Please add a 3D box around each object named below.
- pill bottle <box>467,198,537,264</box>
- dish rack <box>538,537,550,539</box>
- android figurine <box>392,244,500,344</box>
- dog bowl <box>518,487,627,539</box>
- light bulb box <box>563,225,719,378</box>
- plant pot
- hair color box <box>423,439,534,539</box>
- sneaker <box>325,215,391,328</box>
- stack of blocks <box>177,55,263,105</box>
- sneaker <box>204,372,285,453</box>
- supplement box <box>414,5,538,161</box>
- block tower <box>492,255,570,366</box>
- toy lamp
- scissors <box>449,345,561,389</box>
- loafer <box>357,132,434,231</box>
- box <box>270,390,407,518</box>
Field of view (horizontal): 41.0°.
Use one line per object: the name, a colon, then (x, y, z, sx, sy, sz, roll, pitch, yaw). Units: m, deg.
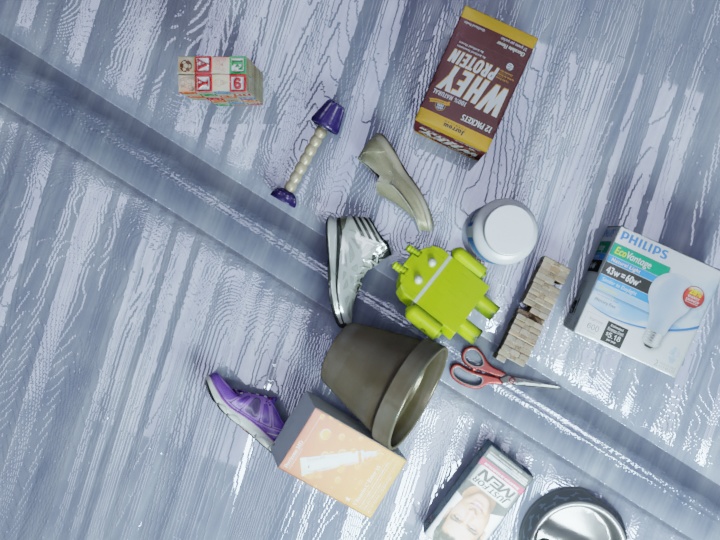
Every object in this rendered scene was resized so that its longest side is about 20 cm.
pill bottle: (0.243, -0.065, 1.648, 0.111, 0.200, 0.113, 0, 92, 2)
dish rack: (0.337, 0.577, 1.673, 0.152, 0.055, 0.201, 25, 93, 2)
android figurine: (0.146, 0.035, 1.703, 0.200, 0.041, 0.182, 40, 62, 5)
dog bowl: (0.386, 0.495, 1.725, 0.198, 0.059, 0.202, 0, 92, 3)
light bulb box: (0.488, 0.051, 1.678, 0.197, 0.125, 0.201, 23, 93, 2)
plant pot: (0.031, 0.183, 1.681, 0.173, 0.200, 0.201, 27, 92, 18)
hair color box: (0.210, 0.416, 1.729, 0.099, 0.061, 0.201, 37, 93, 1)
sneaker: (0.000, 0.000, 1.721, 0.114, 0.076, 0.203, -4, 89, 4)
stack of blocks: (-0.237, -0.325, 1.661, 0.114, 0.200, 0.059, 0, 93, 3)
sneaker: (-0.197, 0.247, 1.745, 0.200, 0.081, 0.084, 40, 79, -8)
supplement box: (0.191, -0.312, 1.646, 0.132, 0.197, 0.201, 24, 93, 2)
block tower: (0.305, 0.077, 1.717, 0.057, 0.054, 0.201, 27, 89, 2)
toy lamp: (-0.091, -0.211, 1.731, 0.058, 0.058, 0.201, 28, 94, 1)
scissors: (0.261, 0.202, 1.748, 0.199, 0.014, 0.074, 24, 90, 1)
loafer: (0.063, -0.148, 1.720, 0.068, 0.076, 0.201, -32, 80, 4)
box: (-0.039, 0.322, 1.690, 0.199, 0.097, 0.125, 32, 92, -17)
